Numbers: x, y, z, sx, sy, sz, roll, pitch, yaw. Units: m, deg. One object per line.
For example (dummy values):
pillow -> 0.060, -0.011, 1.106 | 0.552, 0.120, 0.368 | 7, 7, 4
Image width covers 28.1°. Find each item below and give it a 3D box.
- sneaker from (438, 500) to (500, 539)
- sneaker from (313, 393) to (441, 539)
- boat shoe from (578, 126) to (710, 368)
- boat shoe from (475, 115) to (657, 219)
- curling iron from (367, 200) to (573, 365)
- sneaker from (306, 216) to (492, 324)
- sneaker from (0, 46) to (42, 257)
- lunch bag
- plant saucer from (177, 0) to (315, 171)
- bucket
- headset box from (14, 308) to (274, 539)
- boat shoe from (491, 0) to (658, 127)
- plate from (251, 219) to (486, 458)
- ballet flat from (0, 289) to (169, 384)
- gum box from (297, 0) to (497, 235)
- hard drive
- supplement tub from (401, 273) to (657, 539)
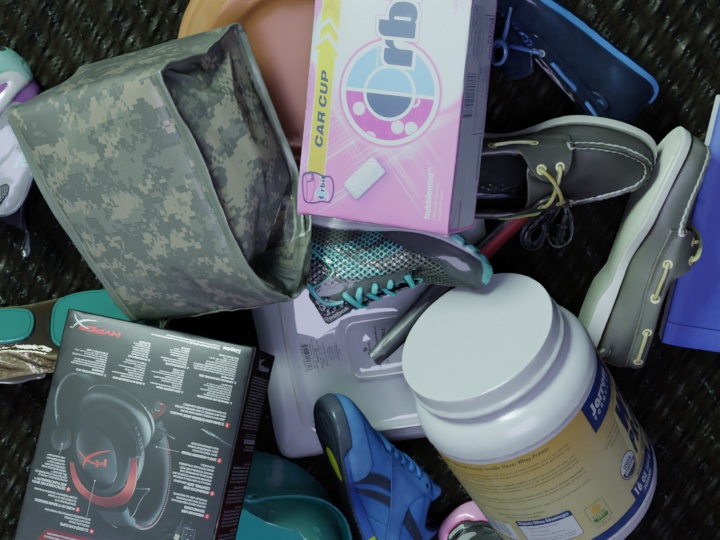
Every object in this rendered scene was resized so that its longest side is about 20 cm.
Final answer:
sneaker -> 0.150, 0.279, 1.206 | 0.199, 0.095, 0.079 | 34, 106, -15
sneaker -> 0.017, 0.161, 1.162 | 0.078, 0.066, 0.201 | -24, 131, -7
boat shoe -> 0.227, -0.014, 1.109 | 0.060, 0.072, 0.203 | 19, 116, -2
boat shoe -> 0.120, -0.069, 1.064 | 0.200, 0.061, 0.072 | -2, 127, 6
curling iron -> 0.087, 0.007, 1.111 | 0.200, 0.026, 0.050 | -38, 106, -7
sneaker -> 0.000, 0.000, 1.083 | 0.199, 0.078, 0.092 | 12, 78, 20
sneaker -> -0.304, -0.060, 1.094 | 0.199, 0.078, 0.140 | -33, 106, 12
lunch bag -> -0.133, -0.059, 1.048 | 0.163, 0.118, 0.201 | -8, 112, 36
plant saucer -> -0.041, -0.150, 1.079 | 0.199, 0.037, 0.201 | 0, 111, 1
bucket -> -0.100, 0.256, 1.178 | 0.206, 0.135, 0.208 | 0, 111, 1
headset box -> -0.159, 0.142, 1.057 | 0.148, 0.075, 0.201 | 10, 83, 10
boat shoe -> 0.127, -0.165, 1.047 | 0.200, 0.084, 0.069 | 35, 105, -10
plate -> 0.014, 0.057, 1.158 | 0.199, 0.032, 0.201 | -8, 111, 4
ballet flat -> -0.247, 0.058, 1.154 | 0.199, 0.071, 0.065 | -3, 138, 5
gum box -> 0.027, -0.133, 0.998 | 0.113, 0.066, 0.201 | 9, 100, 19
hard drive -> 0.321, -0.028, 1.126 | 0.131, 0.025, 0.201 | 8, 110, -2
supplement tub -> 0.129, 0.113, 1.094 | 0.144, 0.145, 0.200 | -27, 126, 10
